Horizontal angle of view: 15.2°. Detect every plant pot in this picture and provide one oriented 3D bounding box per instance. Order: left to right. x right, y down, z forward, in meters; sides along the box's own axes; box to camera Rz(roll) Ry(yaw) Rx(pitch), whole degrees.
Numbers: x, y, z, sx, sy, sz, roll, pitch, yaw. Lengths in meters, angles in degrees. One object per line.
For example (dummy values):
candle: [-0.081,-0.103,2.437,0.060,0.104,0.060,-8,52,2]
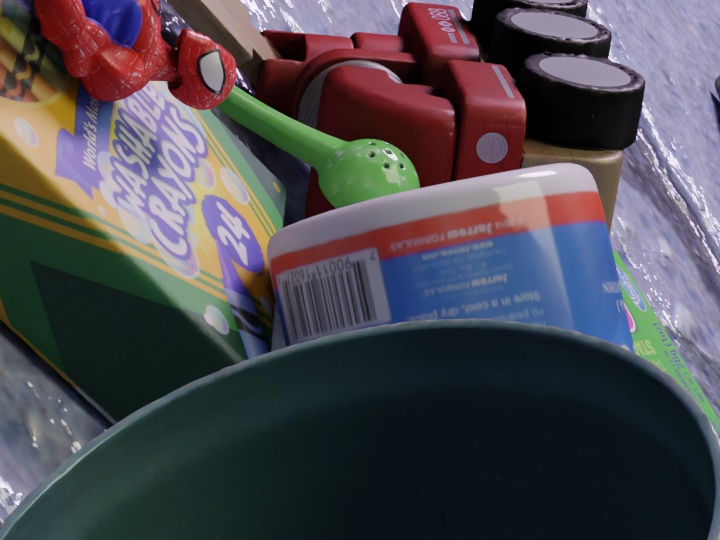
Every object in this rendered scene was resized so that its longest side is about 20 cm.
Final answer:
plant pot: [0.010,0.123,0.705,0.200,0.200,0.134,-84,160,-59]

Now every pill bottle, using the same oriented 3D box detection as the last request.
pill bottle: [0.043,0.074,0.870,0.112,0.112,0.201,-8,85,-66]

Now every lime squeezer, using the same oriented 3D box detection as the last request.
lime squeezer: [0.000,0.000,0.954,0.200,0.071,0.038,61,21,-5]

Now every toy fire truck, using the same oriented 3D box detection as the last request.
toy fire truck: [-0.004,-0.071,1.035,0.199,0.129,0.176,5,21,-8]

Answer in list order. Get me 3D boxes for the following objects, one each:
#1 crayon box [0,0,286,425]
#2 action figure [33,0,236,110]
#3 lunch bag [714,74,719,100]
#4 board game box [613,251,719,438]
crayon box: [-0.108,-0.047,0.862,0.200,0.052,0.126,44,24,-23]
action figure: [-0.109,-0.110,0.825,0.200,0.052,0.066,42,21,-35]
lunch bag: [0.324,-0.048,1.661,0.200,0.118,0.164,39,25,-24]
board game box: [0.096,0.066,1.129,0.153,0.040,0.200,59,22,12]
